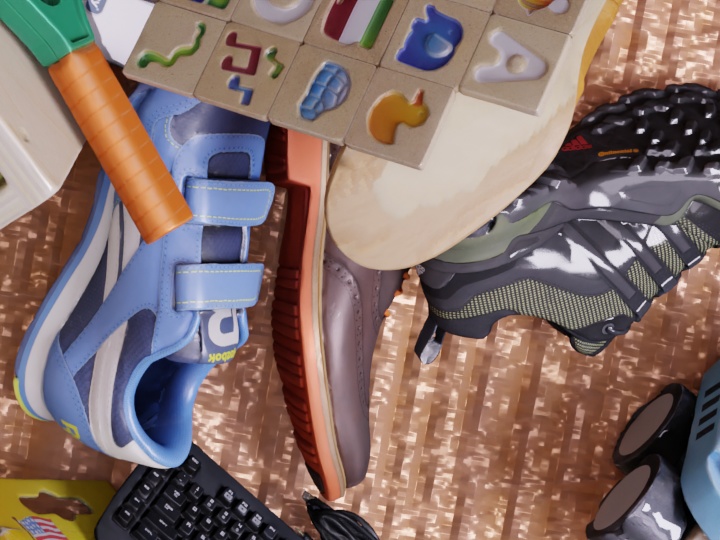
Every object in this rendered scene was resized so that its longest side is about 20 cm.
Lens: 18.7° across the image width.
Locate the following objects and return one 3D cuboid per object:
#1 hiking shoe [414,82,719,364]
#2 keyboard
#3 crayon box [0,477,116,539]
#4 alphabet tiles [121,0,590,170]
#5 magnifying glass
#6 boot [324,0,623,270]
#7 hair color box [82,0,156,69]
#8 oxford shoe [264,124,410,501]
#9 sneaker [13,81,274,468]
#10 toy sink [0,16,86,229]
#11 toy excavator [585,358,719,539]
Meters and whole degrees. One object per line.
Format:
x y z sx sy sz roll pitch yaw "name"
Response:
0.112 -0.017 0.956 0.199 0.076 0.101 -10 128 -15 "hiking shoe"
-0.014 0.141 0.941 0.200 0.104 0.040 42 132 -8 "keyboard"
-0.091 0.172 0.893 0.051 0.127 0.200 -46 67 12 "crayon box"
-0.001 -0.130 0.847 0.199 0.006 0.167 19 74 23 "alphabet tiles"
-0.124 -0.102 0.854 0.022 0.080 0.201 -29 94 28 "magnifying glass"
0.052 -0.082 0.899 0.071 0.144 0.201 39 86 -6 "boot"
-0.151 -0.163 0.918 0.199 0.061 0.100 25 94 -6 "hair color box"
0.000 0.000 0.944 0.072 0.071 0.201 -4 99 -14 "oxford shoe"
-0.072 -0.008 0.913 0.082 0.074 0.201 34 111 32 "sneaker"
-0.225 -0.048 0.864 0.199 0.112 0.131 -30 108 16 "toy sink"
0.210 0.052 0.940 0.100 0.195 0.200 42 120 -7 "toy excavator"
